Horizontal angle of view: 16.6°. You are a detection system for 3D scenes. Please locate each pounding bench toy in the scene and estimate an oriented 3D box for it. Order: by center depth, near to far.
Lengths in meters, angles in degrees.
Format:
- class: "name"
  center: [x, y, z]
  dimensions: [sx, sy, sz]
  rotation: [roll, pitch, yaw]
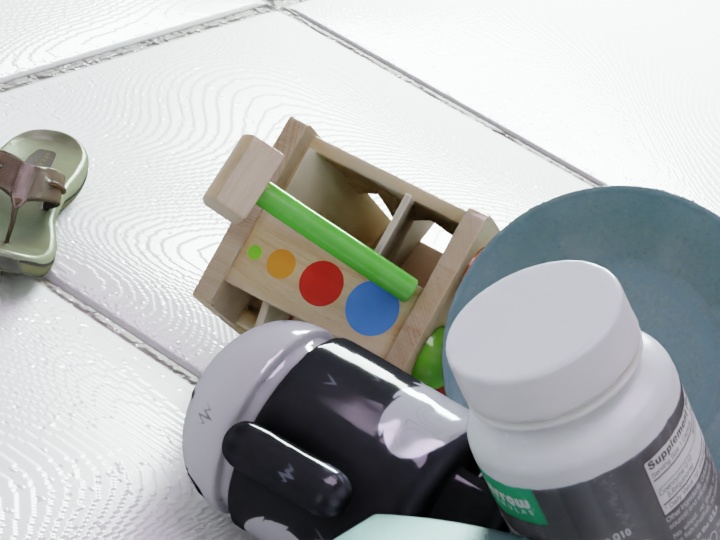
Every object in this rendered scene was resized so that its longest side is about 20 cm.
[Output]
- class: "pounding bench toy"
  center: [0.000, 0.000, 1.468]
  dimensions: [0.156, 0.124, 0.200]
  rotation: [27, -7, 18]

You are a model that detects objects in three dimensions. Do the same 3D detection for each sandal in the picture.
- class: "sandal"
  center: [-0.225, -0.056, 1.608]
  dimensions: [0.080, 0.057, 0.201]
  rotation: [15, 29, -3]

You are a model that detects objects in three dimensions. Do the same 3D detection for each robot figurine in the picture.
- class: "robot figurine"
  center: [-0.006, 0.112, 1.369]
  dimensions: [0.200, 0.150, 0.125]
  rotation: [30, 58, 21]

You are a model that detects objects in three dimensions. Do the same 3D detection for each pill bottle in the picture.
- class: "pill bottle"
  center: [0.122, 0.100, 1.275]
  dimensions: [0.113, 0.200, 0.113]
  rotation: [-19, 32, 12]

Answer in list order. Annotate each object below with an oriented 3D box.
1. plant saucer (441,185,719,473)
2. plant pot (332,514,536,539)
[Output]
- class: "plant saucer"
  center: [0.148, 0.052, 1.422]
  dimensions: [0.201, 0.201, 0.039]
  rotation: [26, -6, 15]
- class: "plant pot"
  center: [0.056, 0.213, 1.216]
  dimensions: [0.200, 0.142, 0.141]
  rotation: [24, 28, 27]
